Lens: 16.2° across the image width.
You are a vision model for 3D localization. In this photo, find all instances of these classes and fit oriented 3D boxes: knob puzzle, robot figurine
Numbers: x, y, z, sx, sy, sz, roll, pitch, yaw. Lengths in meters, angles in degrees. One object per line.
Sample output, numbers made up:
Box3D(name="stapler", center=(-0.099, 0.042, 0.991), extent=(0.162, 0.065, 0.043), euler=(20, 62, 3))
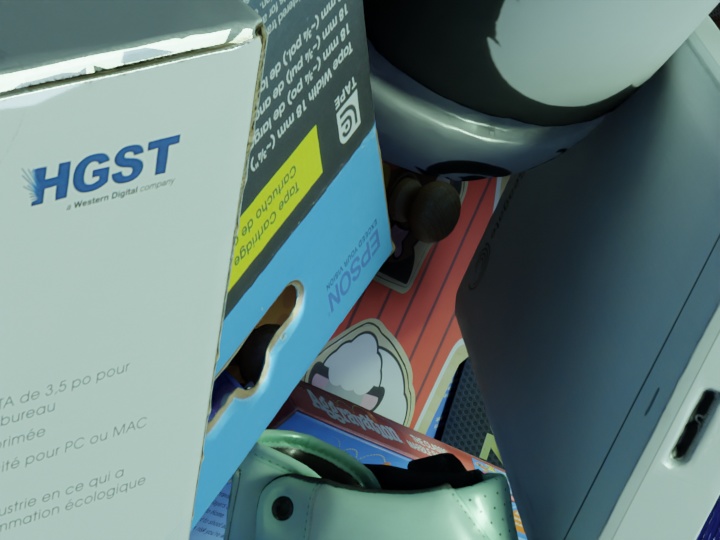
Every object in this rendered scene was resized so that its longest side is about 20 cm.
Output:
Box3D(name="knob puzzle", center=(0.000, 0.000, 0.791), extent=(0.220, 0.030, 0.220), euler=(-33, 134, -41))
Box3D(name="robot figurine", center=(0.051, -0.109, 0.669), extent=(0.200, 0.150, 0.125), euler=(-49, -147, 43))

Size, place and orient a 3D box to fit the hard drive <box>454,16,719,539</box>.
Box3D(name="hard drive", center=(0.074, 0.000, 0.714), extent=(0.200, 0.027, 0.132), euler=(-103, -145, -66))

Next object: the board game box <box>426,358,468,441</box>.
Box3D(name="board game box", center=(0.032, 0.019, 0.966), extent=(0.200, 0.045, 0.135), euler=(-4, 114, -71))

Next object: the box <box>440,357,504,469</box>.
Box3D(name="box", center=(0.088, 0.049, 1.008), extent=(0.200, 0.051, 0.158), euler=(-18, 128, -67))

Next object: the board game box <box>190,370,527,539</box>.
Box3D(name="board game box", center=(-0.015, 0.089, 0.801), extent=(0.103, 0.019, 0.200), euler=(-40, 152, 12))

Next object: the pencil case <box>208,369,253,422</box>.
Box3D(name="pencil case", center=(-0.099, 0.094, 0.612), extent=(0.200, 0.078, 0.087), euler=(-62, 179, -21))

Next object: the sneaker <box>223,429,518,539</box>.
Box3D(name="sneaker", center=(-0.042, 0.104, 0.687), extent=(0.074, 0.200, 0.119), euler=(-9, 90, -75))

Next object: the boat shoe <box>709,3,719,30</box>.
Box3D(name="boat shoe", center=(0.139, -0.095, 0.989), extent=(0.076, 0.072, 0.200), euler=(-24, 175, -26))

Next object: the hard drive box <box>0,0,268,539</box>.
Box3D(name="hard drive box", center=(-0.109, 0.043, 0.424), extent=(0.156, 0.077, 0.200), euler=(-15, 131, -36))

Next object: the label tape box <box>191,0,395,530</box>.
Box3D(name="label tape box", center=(-0.058, -0.043, 0.558), extent=(0.144, 0.063, 0.200), euler=(-53, 150, -39))
